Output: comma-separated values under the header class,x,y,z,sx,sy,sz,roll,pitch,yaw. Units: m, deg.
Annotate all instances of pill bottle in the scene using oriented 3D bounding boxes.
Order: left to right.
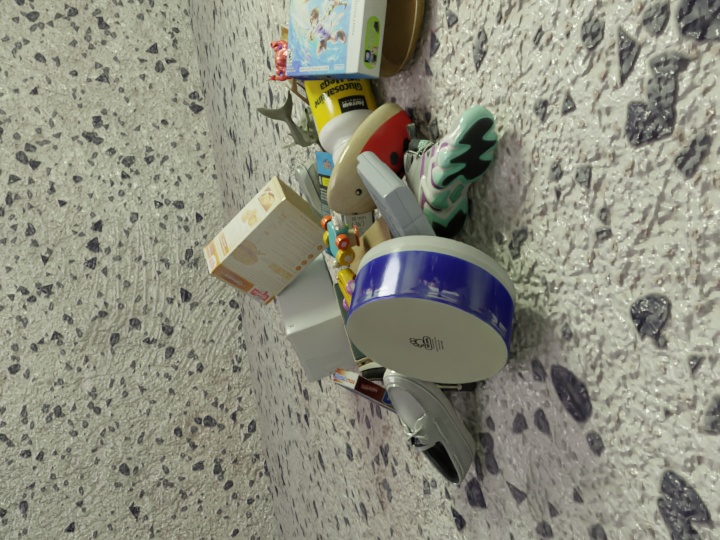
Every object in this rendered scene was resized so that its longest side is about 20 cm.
class,x,y,z,sx,sy,sz,roll,pitch,yaw
pill bottle,-0.027,-0.270,0.943,0.113,0.109,0.207,131,126,-63

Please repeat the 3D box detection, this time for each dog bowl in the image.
class,x,y,z,sx,sy,sz,roll,pitch,yaw
dog bowl,0.082,0.053,0.668,0.202,0.194,0.081,116,172,-56

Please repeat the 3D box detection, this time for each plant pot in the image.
class,x,y,z,sx,sy,sz,roll,pitch,yaw
plant pot,0.045,-0.389,0.818,0.199,0.027,0.208,170,91,-69

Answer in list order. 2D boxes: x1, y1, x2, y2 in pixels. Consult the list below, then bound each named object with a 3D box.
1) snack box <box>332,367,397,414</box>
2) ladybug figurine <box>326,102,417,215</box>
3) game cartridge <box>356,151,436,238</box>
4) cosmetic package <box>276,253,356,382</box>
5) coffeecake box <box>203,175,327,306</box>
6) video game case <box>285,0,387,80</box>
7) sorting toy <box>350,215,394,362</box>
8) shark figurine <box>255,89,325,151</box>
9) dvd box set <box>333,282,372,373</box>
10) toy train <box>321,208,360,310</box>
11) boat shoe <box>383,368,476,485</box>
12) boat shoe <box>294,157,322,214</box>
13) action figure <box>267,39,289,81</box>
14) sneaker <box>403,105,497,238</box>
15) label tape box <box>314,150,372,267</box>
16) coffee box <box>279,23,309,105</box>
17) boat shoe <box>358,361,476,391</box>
class,x,y,z,sx,sy,sz,roll,pitch,yaw
snack box,0.052,0.202,0.851,0.071,0.197,0.025,0,62,61
ladybug figurine,0.025,-0.154,0.802,0.070,0.202,0.137,28,150,13
game cartridge,0.066,-0.046,0.718,0.202,0.040,0.134,57,-176,-37
cosmetic package,-0.099,0.086,1.189,0.203,0.119,0.203,73,176,-53
coffeecake box,-0.169,-0.049,1.056,0.199,0.153,0.074,-42,47,12
video game case,-0.039,-0.382,0.830,0.197,0.044,0.188,20,106,49
sorting toy,0.058,0.033,0.914,0.200,0.067,0.206,141,117,-67
shark figurine,-0.137,-0.282,1.167,0.214,0.087,0.132,-33,-75,-74
dvd box set,-0.006,0.121,1.075,0.201,0.028,0.151,72,180,-67
toy train,0.000,0.000,0.874,0.150,0.054,0.207,169,83,-72
boat shoe,0.091,0.219,0.780,0.070,0.069,0.202,-12,123,38
boat shoe,-0.071,-0.137,1.183,0.205,0.064,0.072,65,167,-20
action figure,-0.139,-0.370,0.997,0.201,0.050,0.068,-119,30,-68
sneaker,0.096,-0.151,0.719,0.203,0.075,0.143,107,146,-49
label tape box,-0.030,-0.125,1.082,0.144,0.061,0.208,-149,52,-64
coffee box,-0.098,-0.410,1.111,0.201,0.077,0.118,-128,34,-51
boat shoe,0.081,0.154,0.823,0.195,0.073,0.063,-14,83,34
